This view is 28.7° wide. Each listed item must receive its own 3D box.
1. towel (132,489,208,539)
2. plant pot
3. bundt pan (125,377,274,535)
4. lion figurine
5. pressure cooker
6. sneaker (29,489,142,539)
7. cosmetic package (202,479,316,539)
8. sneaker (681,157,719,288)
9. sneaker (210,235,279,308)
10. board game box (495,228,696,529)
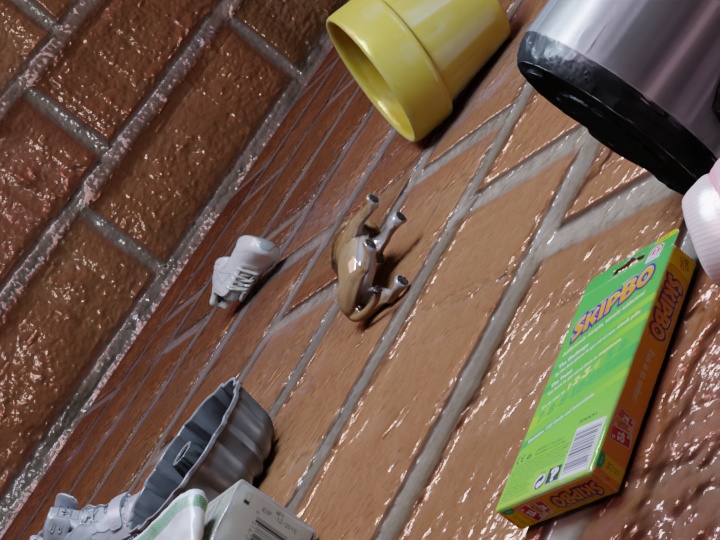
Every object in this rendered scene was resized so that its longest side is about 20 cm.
[{"bbox_3d":[-0.180,0.287,1.125,0.149,0.031,0.201,-46,24,36],"label":"towel"},{"bbox_3d":[0.085,-0.304,1.847,0.188,0.201,0.201,-38,11,-5],"label":"plant pot"},{"bbox_3d":[-0.165,0.219,1.523,0.202,0.076,0.202,-49,12,14],"label":"bundt pan"},{"bbox_3d":[0.000,0.000,1.552,0.123,0.072,0.201,-54,14,33],"label":"lion figurine"},{"bbox_3d":[0.221,-0.172,0.932,0.201,0.178,0.176,-54,6,2],"label":"pressure cooker"},{"bbox_3d":[-0.329,0.315,1.779,0.200,0.115,0.075,-49,13,17],"label":"sneaker"},{"bbox_3d":[-0.136,0.276,1.223,0.200,0.087,0.104,-39,20,45],"label":"cosmetic package"},{"bbox_3d":[0.238,-0.068,0.816,0.104,0.075,0.201,-34,26,43],"label":"sneaker"},{"bbox_3d":[-0.185,0.006,2.242,0.200,0.070,0.081,-39,33,58],"label":"sneaker"},{"bbox_3d":[0.152,0.065,0.885,0.095,0.030,0.201,-36,23,51],"label":"board game box"}]
